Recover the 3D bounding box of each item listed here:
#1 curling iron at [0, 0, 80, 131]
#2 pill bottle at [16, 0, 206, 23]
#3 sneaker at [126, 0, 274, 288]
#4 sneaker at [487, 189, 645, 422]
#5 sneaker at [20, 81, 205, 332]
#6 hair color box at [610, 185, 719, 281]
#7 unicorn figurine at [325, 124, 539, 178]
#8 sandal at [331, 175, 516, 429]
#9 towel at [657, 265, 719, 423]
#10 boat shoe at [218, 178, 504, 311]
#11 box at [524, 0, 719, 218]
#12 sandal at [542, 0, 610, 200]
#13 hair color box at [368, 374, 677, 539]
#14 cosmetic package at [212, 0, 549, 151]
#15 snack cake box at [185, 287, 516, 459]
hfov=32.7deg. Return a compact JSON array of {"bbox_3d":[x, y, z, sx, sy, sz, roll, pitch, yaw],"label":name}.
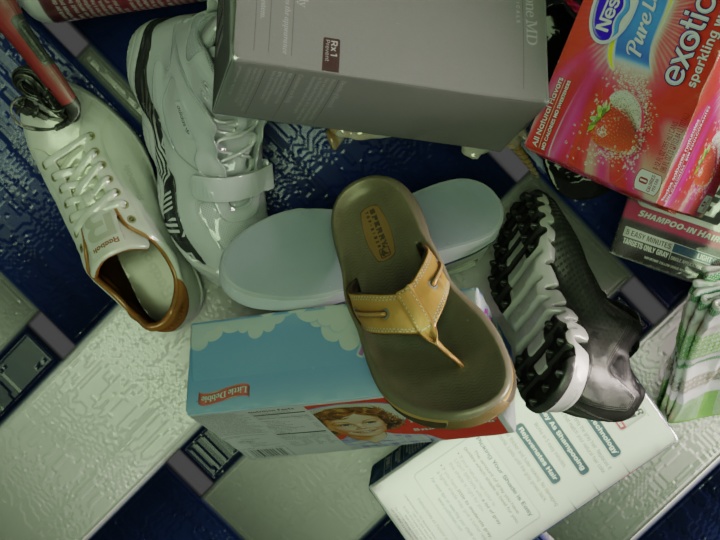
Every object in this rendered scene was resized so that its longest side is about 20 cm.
[{"bbox_3d":[-0.240,-0.165,0.781,0.049,0.026,0.201,-14,131,16],"label":"curling iron"},{"bbox_3d":[-0.175,-0.228,0.818,0.198,0.114,0.115,-8,97,2],"label":"pill bottle"},{"bbox_3d":[-0.089,-0.085,0.827,0.075,0.115,0.202,-21,94,-36],"label":"sneaker"},{"bbox_3d":[0.141,0.027,0.820,0.090,0.201,0.067,23,126,-21],"label":"sneaker"},{"bbox_3d":[-0.175,-0.047,0.857,0.073,0.085,0.201,-33,94,7],"label":"sneaker"},{"bbox_3d":[0.250,-0.091,0.828,0.099,0.060,0.202,20,97,18],"label":"hair color box"},{"bbox_3d":[0.032,-0.135,0.841,0.136,0.074,0.201,-23,90,-6],"label":"unicorn figurine"},{"bbox_3d":[0.026,0.011,0.744,0.080,0.054,0.201,-26,54,3],"label":"sandal"},{"bbox_3d":[0.280,0.053,0.809,0.148,0.200,0.031,-4,60,4],"label":"towel"},{"bbox_3d":[-0.001,-0.004,0.853,0.200,0.086,0.075,-17,62,-16],"label":"boat shoe"},{"bbox_3d":[0.195,-0.144,0.756,0.099,0.095,0.201,28,102,32],"label":"box"},{"bbox_3d":[0.139,-0.147,0.852,0.075,0.045,0.202,-18,96,4],"label":"sandal"},{"bbox_3d":[0.114,0.132,0.881,0.199,0.061,0.100,-35,93,6],"label":"hair color box"},{"bbox_3d":[0.012,-0.145,0.757,0.198,0.090,0.108,3,73,-13],"label":"cosmetic package"},{"bbox_3d":[-0.004,0.073,0.823,0.198,0.115,0.068,-8,64,15],"label":"snack cake box"}]
